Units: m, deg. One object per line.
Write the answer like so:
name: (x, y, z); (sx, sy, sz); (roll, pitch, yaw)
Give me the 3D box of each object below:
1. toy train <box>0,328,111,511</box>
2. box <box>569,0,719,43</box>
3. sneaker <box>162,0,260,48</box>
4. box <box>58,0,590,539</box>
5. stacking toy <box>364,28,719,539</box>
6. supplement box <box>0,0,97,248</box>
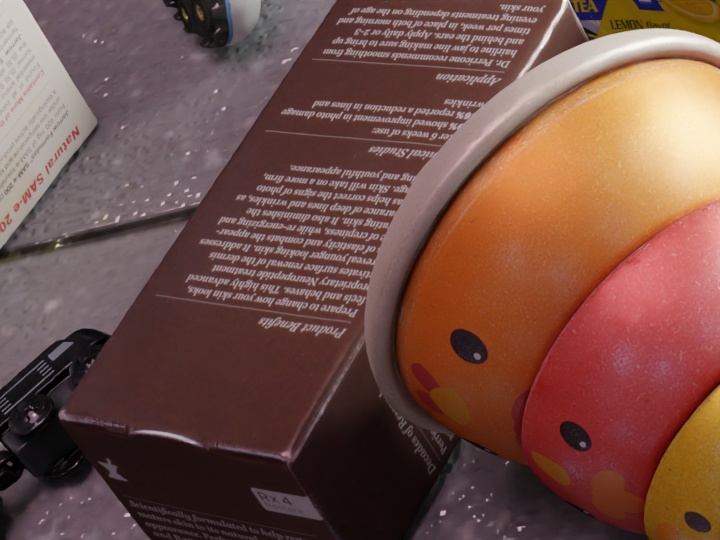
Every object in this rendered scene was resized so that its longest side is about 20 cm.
toy train: (-0.158, 0.090, 0.913); (0.200, 0.034, 0.046); (-41, 36, -11)
box: (0.113, -0.117, 0.920); (0.064, 0.070, 0.200); (-45, 41, -19)
sneaker: (-0.059, -0.171, 1.096); (0.072, 0.072, 0.201); (-5, 47, -9)
box: (0.000, 0.000, 0.872); (0.100, 0.075, 0.200); (8, 52, 38)
stacking toy: (0.108, 0.040, 0.736); (0.146, 0.146, 0.200); (-38, 54, -7)
supplement box: (-0.198, -0.084, 0.988); (0.073, 0.200, 0.126); (13, 56, 37)
